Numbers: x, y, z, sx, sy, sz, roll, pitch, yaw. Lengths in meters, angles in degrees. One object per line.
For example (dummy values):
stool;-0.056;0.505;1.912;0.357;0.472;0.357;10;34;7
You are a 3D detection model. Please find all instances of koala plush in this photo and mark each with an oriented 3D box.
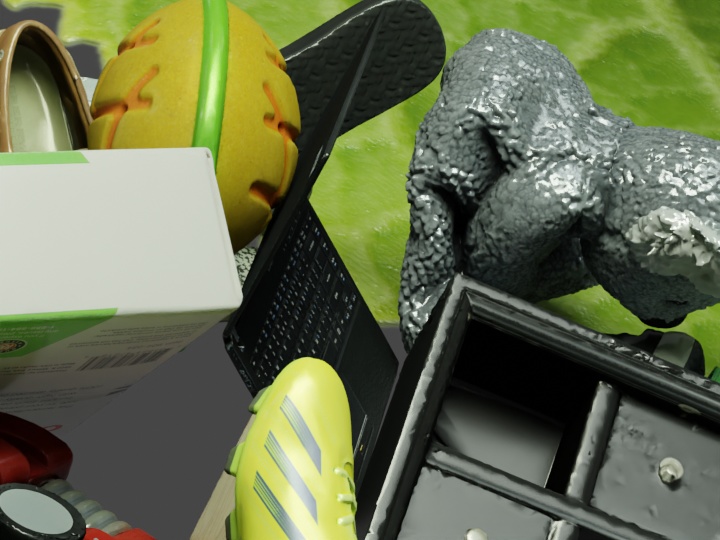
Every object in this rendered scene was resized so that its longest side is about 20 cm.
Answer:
koala plush;0.141;-0.035;1.535;0.200;0.184;0.177;10;24;25

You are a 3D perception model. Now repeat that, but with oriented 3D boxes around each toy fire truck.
toy fire truck;-0.121;0.115;1.290;0.176;0.129;0.200;32;22;21

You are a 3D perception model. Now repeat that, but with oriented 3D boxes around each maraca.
maraca;-0.084;-0.053;1.399;0.107;0.137;0.200;6;49;-7

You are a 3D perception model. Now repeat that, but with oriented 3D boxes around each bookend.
bookend;0.095;0.136;1.331;0.198;0.092;0.200;23;55;-3

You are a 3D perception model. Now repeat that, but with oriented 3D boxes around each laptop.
laptop;0.000;0.000;1.432;0.103;0.200;0.177;-20;23;21

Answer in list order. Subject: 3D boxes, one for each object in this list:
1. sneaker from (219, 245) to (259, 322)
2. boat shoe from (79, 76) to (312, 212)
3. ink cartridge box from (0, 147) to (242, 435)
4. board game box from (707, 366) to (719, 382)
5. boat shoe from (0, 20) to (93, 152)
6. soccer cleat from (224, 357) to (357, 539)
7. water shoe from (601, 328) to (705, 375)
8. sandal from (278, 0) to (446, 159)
sneaker;-0.122;-0.037;1.541;0.200;0.089;0.077;23;31;5
boat shoe;-0.125;-0.080;1.626;0.200;0.070;0.072;10;35;-9
ink cartridge box;-0.168;0.017;1.314;0.145;0.200;0.084;-3;72;-32
board game box;0.199;0.137;1.467;0.105;0.023;0.200;32;39;4
boat shoe;-0.163;-0.039;1.468;0.076;0.074;0.200;-13;74;-32
soccer cleat;-0.021;0.135;1.217;0.084;0.201;0.065;-3;-24;31
water shoe;0.127;0.091;1.514;0.079;0.072;0.200;6;22;22
sandal;-0.048;-0.090;1.525;0.200;0.075;0.048;-24;18;-11
